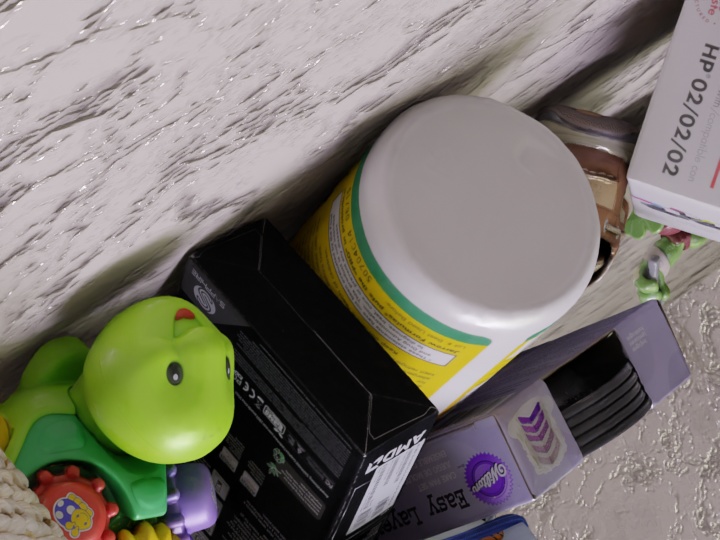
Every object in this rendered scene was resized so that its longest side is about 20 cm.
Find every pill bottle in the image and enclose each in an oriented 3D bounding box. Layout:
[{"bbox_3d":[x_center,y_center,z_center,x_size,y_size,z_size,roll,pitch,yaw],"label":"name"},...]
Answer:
[{"bbox_3d":[0.019,0.010,1.106,0.112,0.113,0.200,-29,170,-31],"label":"pill bottle"}]

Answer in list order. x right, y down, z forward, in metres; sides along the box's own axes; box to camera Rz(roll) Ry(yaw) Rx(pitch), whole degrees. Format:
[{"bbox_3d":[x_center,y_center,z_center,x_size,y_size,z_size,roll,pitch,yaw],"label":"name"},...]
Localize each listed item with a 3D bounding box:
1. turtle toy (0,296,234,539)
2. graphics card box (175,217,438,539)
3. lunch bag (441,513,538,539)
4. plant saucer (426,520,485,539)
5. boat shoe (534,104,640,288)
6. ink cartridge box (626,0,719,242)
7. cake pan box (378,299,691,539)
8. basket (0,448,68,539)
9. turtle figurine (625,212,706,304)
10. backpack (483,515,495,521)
[{"bbox_3d":[-0.116,0.098,1.019,0.145,0.101,0.201,-4,120,-53],"label":"turtle toy"},{"bbox_3d":[-0.045,0.087,1.095,0.051,0.126,0.200,-27,153,-33],"label":"graphics card box"},{"bbox_3d":[0.013,0.189,1.118,0.199,0.076,0.161,-14,143,-48],"label":"lunch bag"},{"bbox_3d":[-0.013,0.170,1.342,0.199,0.050,0.200,-22,172,-3],"label":"plant saucer"},{"bbox_3d":[0.111,-0.028,1.305,0.075,0.072,0.200,10,167,8],"label":"boat shoe"},{"bbox_3d":[0.181,-0.082,1.184,0.200,0.067,0.116,34,74,-81],"label":"ink cartridge box"},{"bbox_3d":[0.051,0.088,1.213,0.199,0.053,0.184,-25,-176,35],"label":"cake pan box"},{"bbox_3d":[-0.198,0.146,0.870,0.198,0.161,0.200,-34,171,0],"label":"basket"},{"bbox_3d":[0.270,-0.013,1.753,0.194,0.143,0.201,23,82,-59],"label":"turtle figurine"},{"bbox_3d":[0.002,0.125,1.522,0.154,0.200,0.191,-34,-175,14],"label":"backpack"}]
